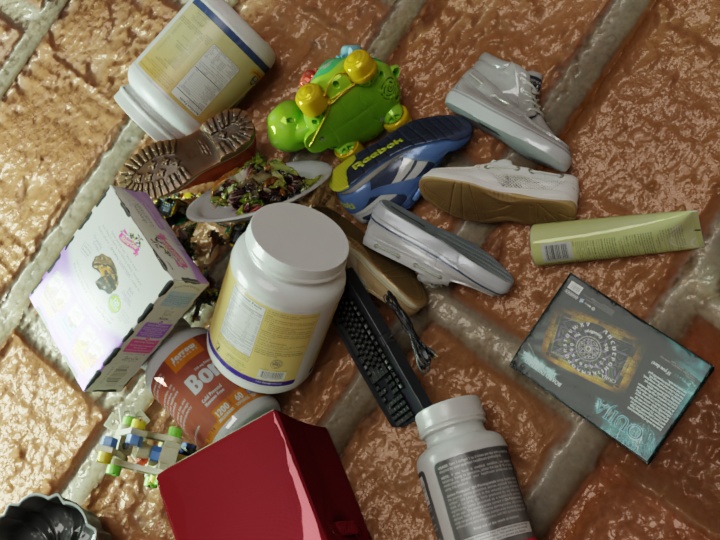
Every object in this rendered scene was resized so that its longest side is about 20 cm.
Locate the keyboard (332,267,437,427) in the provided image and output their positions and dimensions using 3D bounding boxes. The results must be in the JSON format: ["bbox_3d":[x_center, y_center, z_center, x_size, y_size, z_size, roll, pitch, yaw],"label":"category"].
[{"bbox_3d":[0.026,0.088,1.325,0.127,0.020,0.201,-42,74,42],"label":"keyboard"}]

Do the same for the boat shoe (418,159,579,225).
[{"bbox_3d":[0.174,-0.104,1.349,0.197,0.071,0.070,11,57,11],"label":"boat shoe"}]

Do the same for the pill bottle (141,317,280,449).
[{"bbox_3d":[-0.205,0.146,1.392,0.200,0.112,0.112,42,92,24],"label":"pill bottle"}]

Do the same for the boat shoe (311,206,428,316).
[{"bbox_3d":[0.000,0.000,1.387,0.200,0.073,0.070,41,115,23],"label":"boat shoe"}]

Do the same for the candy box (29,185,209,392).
[{"bbox_3d":[-0.308,0.024,1.365,0.200,0.071,0.168,-48,62,19],"label":"candy box"}]

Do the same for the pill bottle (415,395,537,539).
[{"bbox_3d":[0.128,0.252,1.244,0.110,0.111,0.202,-21,70,13],"label":"pill bottle"}]

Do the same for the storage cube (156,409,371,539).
[{"bbox_3d":[-0.111,0.294,1.287,0.198,0.171,0.181,-28,68,11],"label":"storage cube"}]

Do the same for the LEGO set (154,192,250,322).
[{"bbox_3d":[-0.238,-0.033,1.449,0.199,0.116,0.155,30,87,24],"label":"LEGO set"}]

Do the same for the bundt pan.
[{"bbox_3d":[-0.404,0.396,1.419,0.199,0.076,0.205,-5,74,18],"label":"bundt pan"}]

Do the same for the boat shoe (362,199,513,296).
[{"bbox_3d":[0.095,-0.014,1.351,0.199,0.073,0.067,33,111,15],"label":"boat shoe"}]

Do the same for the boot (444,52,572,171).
[{"bbox_3d":[0.202,-0.206,1.354,0.199,0.073,0.096,36,89,31],"label":"boot"}]

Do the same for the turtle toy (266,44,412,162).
[{"bbox_3d":[-0.034,-0.216,1.423,0.199,0.146,0.102,-31,46,9],"label":"turtle toy"}]

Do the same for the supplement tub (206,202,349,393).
[{"bbox_3d":[-0.100,0.034,1.322,0.145,0.145,0.201,41,130,24],"label":"supplement tub"}]

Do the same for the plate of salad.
[{"bbox_3d":[-0.133,-0.112,1.396,0.198,0.200,0.049,-9,112,18],"label":"plate of salad"}]

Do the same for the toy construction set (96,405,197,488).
[{"bbox_3d":[-0.275,0.231,1.374,0.130,0.200,0.093,17,85,-14],"label":"toy construction set"}]

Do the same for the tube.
[{"bbox_3d":[0.303,-0.039,1.285,0.198,0.058,0.053,-5,99,23],"label":"tube"}]

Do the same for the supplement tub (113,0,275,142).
[{"bbox_3d":[-0.229,-0.271,1.494,0.200,0.144,0.144,-46,66,3],"label":"supplement tub"}]

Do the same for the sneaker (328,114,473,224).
[{"bbox_3d":[0.058,-0.132,1.396,0.198,0.083,0.074,-28,31,-1],"label":"sneaker"}]

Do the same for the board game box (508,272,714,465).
[{"bbox_3d":[0.290,0.113,1.266,0.199,0.028,0.136,36,90,24],"label":"board game box"}]

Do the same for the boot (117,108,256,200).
[{"bbox_3d":[-0.228,-0.138,1.467,0.198,0.107,0.076,-25,76,-5],"label":"boot"}]
